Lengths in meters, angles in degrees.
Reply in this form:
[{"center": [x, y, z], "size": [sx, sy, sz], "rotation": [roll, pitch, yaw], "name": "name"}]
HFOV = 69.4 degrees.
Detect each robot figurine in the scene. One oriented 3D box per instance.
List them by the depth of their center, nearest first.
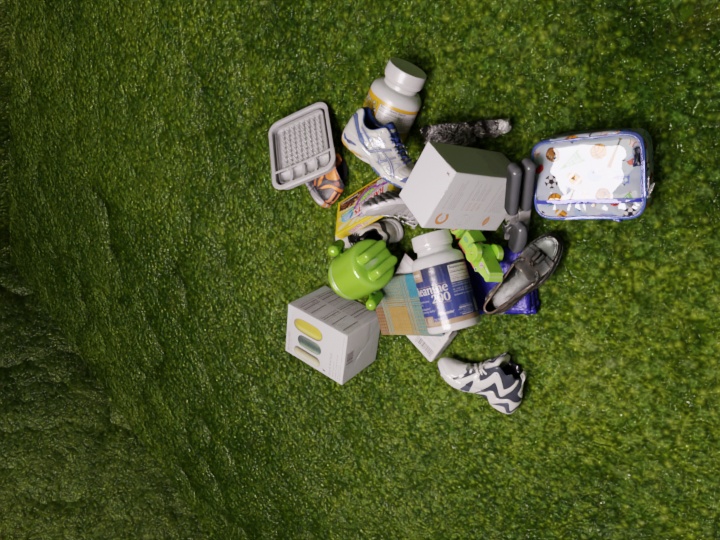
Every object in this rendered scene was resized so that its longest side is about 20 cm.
[{"center": [0.000, 0.000, 1.195], "size": [0.176, 0.116, 0.200], "rotation": [52, 147, -6], "name": "robot figurine"}]

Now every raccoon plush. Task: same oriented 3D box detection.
[{"center": [0.194, -0.224, 1.031], "size": [0.199, 0.097, 0.135], "rotation": [7, 108, 38], "name": "raccoon plush"}]

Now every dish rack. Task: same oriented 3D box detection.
[{"center": [-0.135, -0.291, 1.245], "size": [0.171, 0.044, 0.201], "rotation": [-19, 65, 20], "name": "dish rack"}]

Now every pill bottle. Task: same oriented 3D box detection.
[{"center": [0.169, 0.022, 1.071], "size": [0.111, 0.111, 0.201], "rotation": [-18, 84, 42], "name": "pill bottle"}, {"center": [0.059, -0.331, 1.093], "size": [0.113, 0.113, 0.201], "rotation": [42, 129, 19], "name": "pill bottle"}]

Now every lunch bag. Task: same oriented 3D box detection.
[{"center": [0.404, -0.161, 0.905], "size": [0.199, 0.075, 0.161], "rotation": [6, 113, 39], "name": "lunch bag"}]

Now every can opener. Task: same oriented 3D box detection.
[{"center": [0.298, -0.117, 0.961], "size": [0.201, 0.052, 0.067], "rotation": [74, 175, -48], "name": "can opener"}]

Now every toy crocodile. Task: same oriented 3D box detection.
[{"center": [0.228, -0.054, 1.050], "size": [0.062, 0.067, 0.201], "rotation": [-62, 40, 44], "name": "toy crocodile"}]

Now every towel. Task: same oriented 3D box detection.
[{"center": [0.269, 0.027, 1.104], "size": [0.199, 0.049, 0.149], "rotation": [-4, 105, 40], "name": "towel"}, {"center": [0.105, 0.081, 1.210], "size": [0.199, 0.022, 0.148], "rotation": [-8, 97, 49], "name": "towel"}]

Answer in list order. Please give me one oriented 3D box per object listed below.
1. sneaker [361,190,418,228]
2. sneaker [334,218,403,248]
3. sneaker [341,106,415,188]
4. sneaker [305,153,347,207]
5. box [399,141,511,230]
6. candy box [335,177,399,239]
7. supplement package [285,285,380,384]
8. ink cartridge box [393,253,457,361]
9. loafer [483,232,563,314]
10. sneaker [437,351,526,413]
[{"center": [0.101, -0.124, 1.097], "size": [0.075, 0.198, 0.083], "rotation": [-115, 22, -67], "name": "sneaker"}, {"center": [0.004, -0.087, 1.257], "size": [0.199, 0.080, 0.074], "rotation": [-6, 105, 42], "name": "sneaker"}, {"center": [0.054, -0.241, 1.025], "size": [0.200, 0.075, 0.088], "rotation": [38, 127, 6], "name": "sneaker"}, {"center": [-0.099, -0.262, 1.285], "size": [0.112, 0.077, 0.200], "rotation": [-44, 74, 27], "name": "sneaker"}, {"center": [0.195, -0.154, 0.979], "size": [0.098, 0.199, 0.125], "rotation": [59, 135, 35], "name": "box"}, {"center": [0.015, -0.154, 1.219], "size": [0.199, 0.026, 0.103], "rotation": [-26, 52, 42], "name": "candy box"}, {"center": [-0.072, 0.164, 1.368], "size": [0.199, 0.150, 0.153], "rotation": [25, 122, 30], "name": "supplement package"}, {"center": [0.146, 0.083, 1.214], "size": [0.200, 0.045, 0.177], "rotation": [47, 132, 23], "name": "ink cartridge box"}, {"center": [0.311, 0.015, 1.001], "size": [0.072, 0.063, 0.200], "rotation": [44, 116, 17], "name": "loafer"}, {"center": [0.275, 0.216, 1.153], "size": [0.199, 0.079, 0.130], "rotation": [31, 123, 26], "name": "sneaker"}]
